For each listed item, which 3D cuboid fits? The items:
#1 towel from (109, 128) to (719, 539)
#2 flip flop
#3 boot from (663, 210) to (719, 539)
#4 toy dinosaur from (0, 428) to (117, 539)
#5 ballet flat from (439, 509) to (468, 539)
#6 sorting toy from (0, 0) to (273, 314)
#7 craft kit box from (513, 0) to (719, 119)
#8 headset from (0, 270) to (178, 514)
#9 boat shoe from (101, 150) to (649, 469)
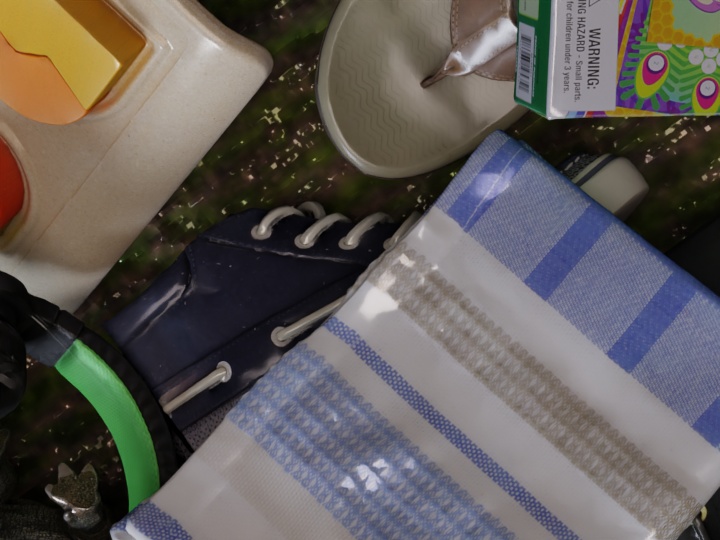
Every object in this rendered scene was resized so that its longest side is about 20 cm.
[{"bbox_3d":[0.030,0.062,0.839,0.200,0.024,0.147,-46,64,-6],"label":"towel"},{"bbox_3d":[0.069,-0.103,0.893,0.200,0.058,0.081,-29,97,11],"label":"flip flop"},{"bbox_3d":[0.154,0.068,0.915,0.154,0.073,0.204,-37,102,6],"label":"boot"},{"bbox_3d":[-0.115,0.110,0.950,0.199,0.102,0.077,5,65,-3],"label":"toy dinosaur"},{"bbox_3d":[-0.001,0.157,0.856,0.067,0.067,0.200,14,75,16],"label":"ballet flat"},{"bbox_3d":[-0.150,-0.080,0.890,0.200,0.036,0.185,39,135,-5],"label":"sorting toy"},{"bbox_3d":[0.153,-0.151,0.855,0.197,0.049,0.201,-3,103,-14],"label":"craft kit box"},{"bbox_3d":[-0.148,0.044,0.855,0.200,0.124,0.094,27,142,-14],"label":"headset"},{"bbox_3d":[0.000,0.000,0.918,0.200,0.075,0.093,-38,82,2],"label":"boat shoe"}]
